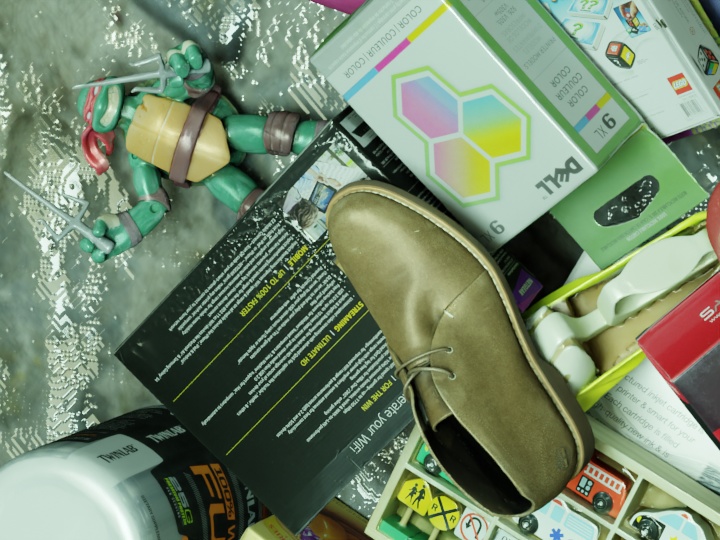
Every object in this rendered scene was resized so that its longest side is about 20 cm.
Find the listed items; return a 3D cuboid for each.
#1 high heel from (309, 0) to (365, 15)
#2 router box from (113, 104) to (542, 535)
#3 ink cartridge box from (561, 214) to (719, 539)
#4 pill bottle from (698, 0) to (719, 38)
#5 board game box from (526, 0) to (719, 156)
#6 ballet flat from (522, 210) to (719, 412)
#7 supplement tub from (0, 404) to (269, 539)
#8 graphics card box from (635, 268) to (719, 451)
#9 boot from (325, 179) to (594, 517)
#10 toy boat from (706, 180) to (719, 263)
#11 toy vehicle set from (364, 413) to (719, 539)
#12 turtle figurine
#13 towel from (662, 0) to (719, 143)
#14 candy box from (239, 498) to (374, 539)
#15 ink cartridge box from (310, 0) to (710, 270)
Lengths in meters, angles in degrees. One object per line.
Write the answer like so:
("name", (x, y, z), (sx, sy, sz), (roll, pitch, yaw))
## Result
("high heel", (0.047, -0.130, 1.734), (0.199, 0.067, 0.097), (7, 90, 20))
("router box", (-0.020, 0.028, 1.667), (0.149, 0.051, 0.200), (45, 115, 0))
("ink cartridge box", (0.158, 0.090, 1.710), (0.144, 0.084, 0.201), (35, 110, 16))
("pill bottle", (0.160, -0.199, 1.653), (0.199, 0.111, 0.112), (26, 107, 19))
("board game box", (0.097, -0.114, 1.629), (0.199, 0.035, 0.127), (-19, 111, 45))
("ballet flat", (0.130, 0.027, 1.620), (0.199, 0.067, 0.067), (-34, 71, 10))
("supplement tub", (-0.137, 0.149, 1.785), (0.122, 0.200, 0.123), (4, 100, 23))
("graphics card box", (0.251, 0.071, 1.605), (0.125, 0.051, 0.200), (-39, 123, 1))
("boot", (0.044, 0.041, 1.580), (0.074, 0.075, 0.200), (-36, 93, 38))
("toy boat", (0.258, -0.065, 1.489), (0.200, 0.131, 0.131), (-37, 43, 9))
("toy vehicle set", (0.111, 0.144, 1.676), (0.199, 0.026, 0.125), (31, 109, 20))
("turtle figurine", (-0.105, -0.076, 1.796), (0.199, 0.101, 0.150), (18, 120, 5))
("towel", (0.113, -0.124, 1.652), (0.199, 0.023, 0.144), (-15, 113, 43))
("candy box", (0.024, 0.216, 1.770), (0.199, 0.117, 0.057), (32, 108, 17))
("ink cartridge box", (0.079, -0.078, 1.600), (0.200, 0.059, 0.104), (47, 138, -4))
